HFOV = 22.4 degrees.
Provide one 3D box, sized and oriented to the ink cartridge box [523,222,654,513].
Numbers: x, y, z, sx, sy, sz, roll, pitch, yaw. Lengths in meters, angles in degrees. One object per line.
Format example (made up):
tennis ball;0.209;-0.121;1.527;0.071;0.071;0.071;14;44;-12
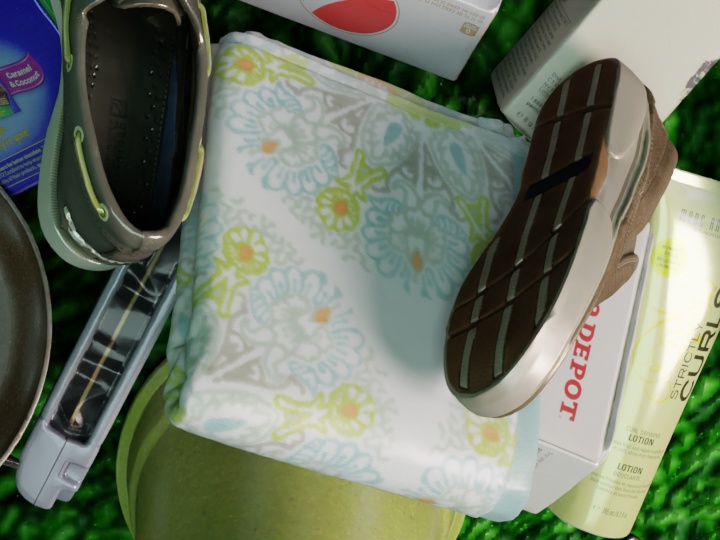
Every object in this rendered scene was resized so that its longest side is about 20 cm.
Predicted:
ink cartridge box;0.030;0.013;0.899;0.199;0.148;0.083;23;148;-9

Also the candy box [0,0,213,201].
candy box;-0.191;-0.138;0.846;0.168;0.077;0.201;-17;115;44

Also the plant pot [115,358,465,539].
plant pot;-0.041;0.154;0.926;0.198;0.185;0.202;1;116;2

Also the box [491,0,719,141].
box;0.153;-0.140;0.886;0.068;0.082;0.200;38;107;-13

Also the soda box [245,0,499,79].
soda box;-0.029;-0.165;0.866;0.198;0.064;0.068;19;154;-8

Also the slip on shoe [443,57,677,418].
slip on shoe;0.095;-0.008;0.799;0.076;0.201;0.061;-25;121;39

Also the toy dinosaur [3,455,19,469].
toy dinosaur;-0.253;0.033;0.911;0.086;0.200;0.136;-35;150;-13

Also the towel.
towel;0.000;0.000;0.805;0.170;0.202;0.048;17;146;-23

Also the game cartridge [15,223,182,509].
game cartridge;-0.111;0.010;0.908;0.040;0.133;0.201;28;102;-4

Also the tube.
tube;0.156;0.045;0.971;0.052;0.058;0.202;27;106;27

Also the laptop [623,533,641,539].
laptop;0.193;0.280;0.979;0.187;0.116;0.201;34;76;-13

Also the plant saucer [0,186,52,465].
plant saucer;-0.245;0.027;0.853;0.198;0.032;0.202;1;84;-9

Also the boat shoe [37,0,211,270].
boat shoe;-0.095;-0.103;0.765;0.072;0.060;0.204;6;82;-33
